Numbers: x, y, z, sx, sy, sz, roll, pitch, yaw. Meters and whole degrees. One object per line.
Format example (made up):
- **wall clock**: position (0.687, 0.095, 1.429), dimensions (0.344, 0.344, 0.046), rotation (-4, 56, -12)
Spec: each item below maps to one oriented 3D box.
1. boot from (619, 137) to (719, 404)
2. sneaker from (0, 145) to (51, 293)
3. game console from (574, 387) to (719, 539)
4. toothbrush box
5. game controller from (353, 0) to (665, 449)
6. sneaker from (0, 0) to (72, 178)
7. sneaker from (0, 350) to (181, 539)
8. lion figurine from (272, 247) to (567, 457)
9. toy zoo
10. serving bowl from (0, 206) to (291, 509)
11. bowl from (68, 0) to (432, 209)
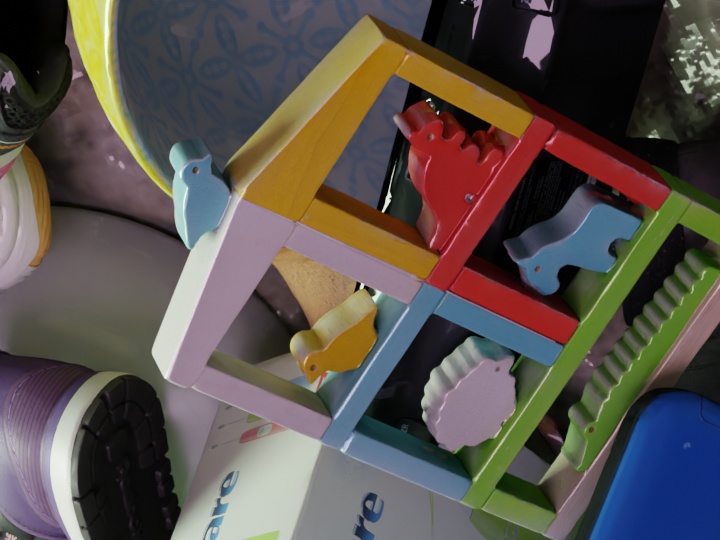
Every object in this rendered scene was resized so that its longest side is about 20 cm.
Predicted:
- **boot**: position (0.162, 0.032, 1.008), dimensions (0.131, 0.070, 0.201), rotation (-3, 134, 6)
- **sneaker**: position (-0.213, -0.002, 1.065), dimensions (0.200, 0.087, 0.076), rotation (-31, 68, 34)
- **game console**: position (0.109, 0.155, 0.981), dimensions (0.170, 0.201, 0.118), rotation (25, 174, -23)
- **toothbrush box**: position (0.025, 0.140, 1.042), dimensions (0.200, 0.146, 0.086), rotation (37, 145, -26)
- **game controller**: position (0.047, -0.027, 0.932), dimensions (0.042, 0.104, 0.201), rotation (31, 119, 30)
- **sneaker**: position (-0.128, -0.131, 0.912), dimensions (0.086, 0.080, 0.201), rotation (-20, 82, 52)
- **sneaker**: position (-0.117, 0.114, 1.078), dimensions (0.087, 0.076, 0.201), rotation (14, 126, 25)
- **lion figurine**: position (0.000, 0.000, 1.029), dimensions (0.122, 0.073, 0.201), rotation (-5, 126, 25)
- **toy zoo**: position (0.023, 0.002, 0.888), dimensions (0.199, 0.020, 0.132), rotation (25, 107, -31)
- **serving bowl**: position (-0.117, 0.074, 1.123), dimensions (0.199, 0.066, 0.201), rotation (9, 129, 11)
- **bowl**: position (-0.023, -0.125, 0.904), dimensions (0.108, 0.199, 0.201), rotation (41, 143, 42)
